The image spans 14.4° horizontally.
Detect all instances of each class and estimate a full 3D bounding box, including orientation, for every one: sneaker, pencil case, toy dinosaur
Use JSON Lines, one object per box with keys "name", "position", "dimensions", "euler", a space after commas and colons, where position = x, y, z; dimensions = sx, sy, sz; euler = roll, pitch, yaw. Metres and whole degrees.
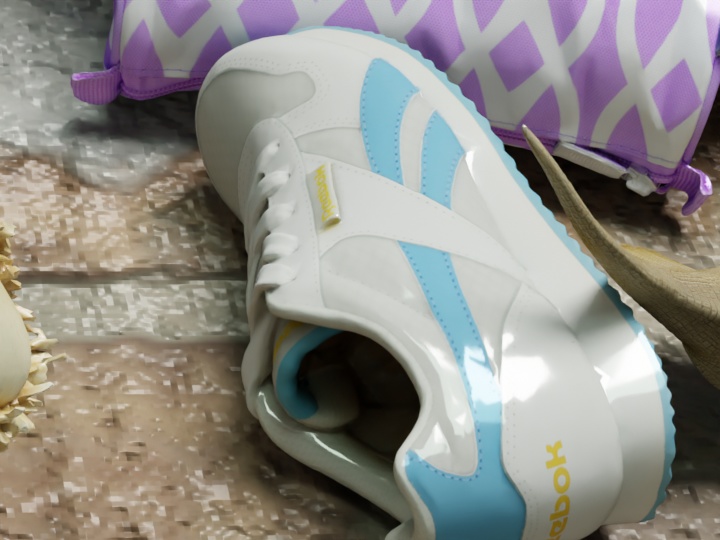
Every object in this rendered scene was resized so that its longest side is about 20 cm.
{"name": "sneaker", "position": [0.000, 0.000, 0.762], "dimensions": [0.080, 0.077, 0.200], "euler": [-14, 40, -27]}
{"name": "pencil case", "position": [0.018, -0.074, 0.867], "dimensions": [0.199, 0.084, 0.086], "euler": [11, 80, 2]}
{"name": "toy dinosaur", "position": [0.104, 0.016, 0.758], "dimensions": [0.101, 0.058, 0.200], "euler": [34, 12, 27]}

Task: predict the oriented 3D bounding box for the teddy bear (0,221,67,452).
{"name": "teddy bear", "position": [-0.144, -0.015, 0.543], "dimensions": [0.199, 0.067, 0.145], "euler": [29, 29, 22]}
